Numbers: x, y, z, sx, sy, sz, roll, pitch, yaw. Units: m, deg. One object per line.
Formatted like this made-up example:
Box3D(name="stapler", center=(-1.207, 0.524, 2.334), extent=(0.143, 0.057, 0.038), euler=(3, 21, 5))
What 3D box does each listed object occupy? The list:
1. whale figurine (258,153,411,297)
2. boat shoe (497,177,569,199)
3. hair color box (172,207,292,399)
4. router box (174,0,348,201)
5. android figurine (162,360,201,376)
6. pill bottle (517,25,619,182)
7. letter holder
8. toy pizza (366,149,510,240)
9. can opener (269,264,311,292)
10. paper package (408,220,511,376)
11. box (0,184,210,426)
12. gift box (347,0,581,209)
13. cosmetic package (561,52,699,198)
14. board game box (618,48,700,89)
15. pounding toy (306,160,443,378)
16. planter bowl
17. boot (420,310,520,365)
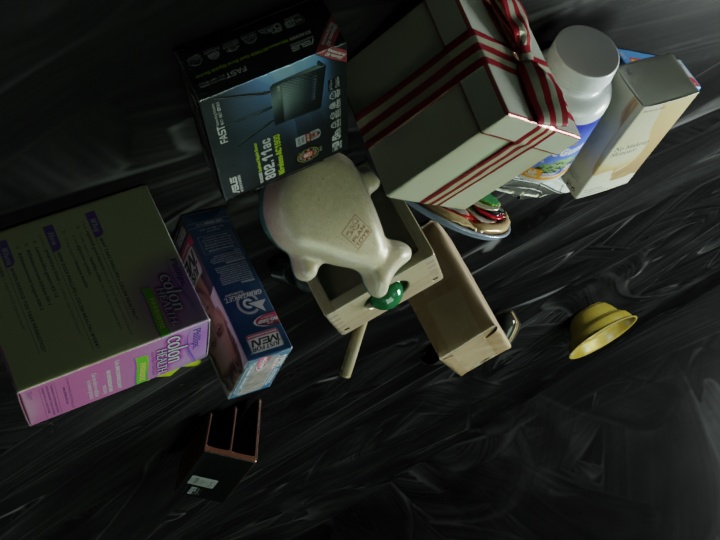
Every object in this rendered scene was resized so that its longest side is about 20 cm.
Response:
Box3D(name="whale figurine", center=(-0.033, -0.055, 1.154), extent=(0.160, 0.200, 0.104), euler=(-56, -155, -12))
Box3D(name="boat shoe", center=(0.246, -0.142, 1.454), extent=(0.199, 0.071, 0.064), euler=(8, 139, -45))
Box3D(name="hair color box", center=(-0.159, 0.037, 1.153), extent=(0.060, 0.201, 0.100), euler=(-15, 155, -30))
Box3D(name="router box", center=(-0.091, -0.165, 0.974), extent=(0.149, 0.062, 0.200), euler=(-24, 158, -10))
Box3D(name="android figurine", center=(-0.278, 0.104, 1.373), extent=(0.182, 0.041, 0.200), euler=(-39, 157, 25))
Box3D(name="pill bottle", center=(0.248, -0.209, 1.234), extent=(0.111, 0.113, 0.200), euler=(-20, 157, -21))
Box3D(name="letter holder", center=(-0.266, 0.325, 1.835), extent=(0.100, 0.143, 0.200), euler=(17, 141, -17))
Box3D(name="toy pizza", center=(0.099, -0.105, 1.175), extent=(0.200, 0.200, 0.032), euler=(-1, 128, -51))
Box3D(name="can opener", center=(-0.052, 0.001, 1.425), extent=(0.200, 0.078, 0.064), euler=(8, 99, -62))
Box3D(name="paper package", center=(0.142, 0.048, 1.563), extent=(0.103, 0.201, 0.191), euler=(-31, 160, 7))
Box3D(name="box", center=(-0.283, 0.033, 1.021), extent=(0.199, 0.177, 0.097), euler=(-21, 158, -20))
Box3D(name="gift box", center=(0.117, -0.188, 1.038), extent=(0.186, 0.186, 0.199), euler=(-32, 164, 34))
Box3D(name="cosmetic package", center=(0.348, -0.190, 1.305), extent=(0.105, 0.071, 0.200), euler=(-18, 156, -24))
Box3D(name="board game box", center=(0.364, -0.226, 1.421), extent=(0.199, 0.056, 0.196), euler=(-6, 148, -46))
Box3D(name="pounding toy", center=(0.000, 0.000, 1.270), extent=(0.183, 0.201, 0.142), euler=(-29, 160, 2))
Box3D(name="planter bowl", center=(0.601, 0.140, 2.506), extent=(0.199, 0.084, 0.201), euler=(-25, 158, -11))
Box3D(name="boot", center=(0.237, 0.155, 2.103), extent=(0.138, 0.078, 0.200), euler=(5, 140, -48))
